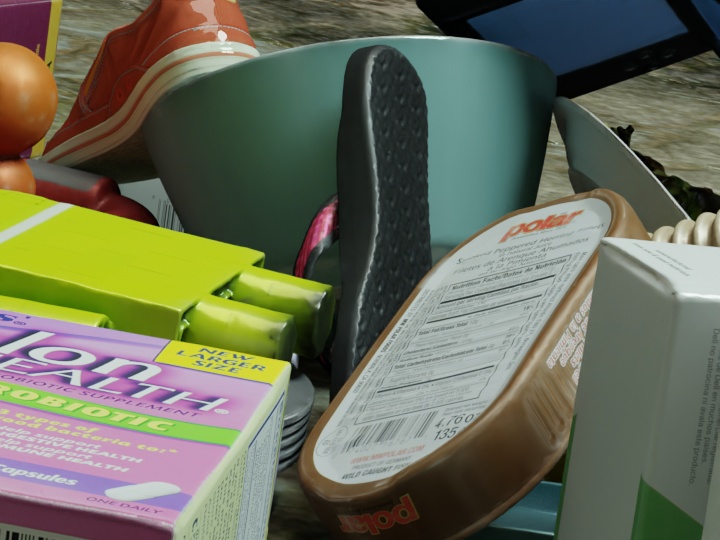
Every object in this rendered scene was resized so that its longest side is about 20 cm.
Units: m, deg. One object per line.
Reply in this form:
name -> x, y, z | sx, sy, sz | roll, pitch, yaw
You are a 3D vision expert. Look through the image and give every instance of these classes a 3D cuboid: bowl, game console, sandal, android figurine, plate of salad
bowl -> 0.000, -0.028, 1.378 | 0.199, 0.106, 0.201 | -6, -14, -2
game console -> 0.141, -0.090, 1.369 | 0.175, 0.117, 0.200 | -18, -18, 14
sandal -> 0.000, 0.000, 1.248 | 0.045, 0.201, 0.075 | -12, -28, 26
android figurine -> -0.115, 0.007, 1.168 | 0.198, 0.041, 0.182 | 12, 14, 10
plate of salad -> 0.156, -0.004, 1.345 | 0.048, 0.201, 0.200 | -36, 21, -3

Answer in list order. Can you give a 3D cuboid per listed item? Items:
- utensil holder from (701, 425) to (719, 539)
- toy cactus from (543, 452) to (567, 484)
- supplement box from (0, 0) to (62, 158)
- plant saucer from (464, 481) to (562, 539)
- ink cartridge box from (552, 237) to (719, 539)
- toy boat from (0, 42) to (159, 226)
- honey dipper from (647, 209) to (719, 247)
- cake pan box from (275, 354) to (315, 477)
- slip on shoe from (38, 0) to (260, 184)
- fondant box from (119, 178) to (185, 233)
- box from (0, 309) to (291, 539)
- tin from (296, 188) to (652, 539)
utensil holder -> 0.191, 0.079, 0.927 | 0.169, 0.202, 0.170 | 8, 14, -2
toy cactus -> 0.144, 0.056, 1.194 | 0.199, 0.103, 0.165 | -1, -9, 19
supplement box -> -0.275, -0.115, 1.661 | 0.130, 0.104, 0.200 | 14, 13, 22
plant saucer -> 0.122, 0.108, 1.164 | 0.198, 0.019, 0.070 | 7, 13, -3
ink cartridge box -> 0.180, 0.073, 1.065 | 0.198, 0.146, 0.087 | 4, 12, -16
toy boat -> -0.172, -0.040, 1.347 | 0.130, 0.132, 0.200 | 13, 13, 19
honey dipper -> 0.077, 0.019, 1.245 | 0.199, 0.038, 0.038 | -20, -3, 31
cake pan box -> -0.119, 0.055, 1.162 | 0.198, 0.053, 0.184 | 9, 15, 1
slip on shoe -> -0.105, -0.087, 1.426 | 0.074, 0.062, 0.200 | -2, -18, -26
fondant box -> -0.059, -0.044, 1.607 | 0.143, 0.059, 0.200 | 10, 14, 5
box -> -0.128, 0.082, 0.933 | 0.175, 0.097, 0.200 | 10, 12, 7
tin -> 0.049, 0.037, 1.143 | 0.111, 0.042, 0.200 | -10, 30, 38
